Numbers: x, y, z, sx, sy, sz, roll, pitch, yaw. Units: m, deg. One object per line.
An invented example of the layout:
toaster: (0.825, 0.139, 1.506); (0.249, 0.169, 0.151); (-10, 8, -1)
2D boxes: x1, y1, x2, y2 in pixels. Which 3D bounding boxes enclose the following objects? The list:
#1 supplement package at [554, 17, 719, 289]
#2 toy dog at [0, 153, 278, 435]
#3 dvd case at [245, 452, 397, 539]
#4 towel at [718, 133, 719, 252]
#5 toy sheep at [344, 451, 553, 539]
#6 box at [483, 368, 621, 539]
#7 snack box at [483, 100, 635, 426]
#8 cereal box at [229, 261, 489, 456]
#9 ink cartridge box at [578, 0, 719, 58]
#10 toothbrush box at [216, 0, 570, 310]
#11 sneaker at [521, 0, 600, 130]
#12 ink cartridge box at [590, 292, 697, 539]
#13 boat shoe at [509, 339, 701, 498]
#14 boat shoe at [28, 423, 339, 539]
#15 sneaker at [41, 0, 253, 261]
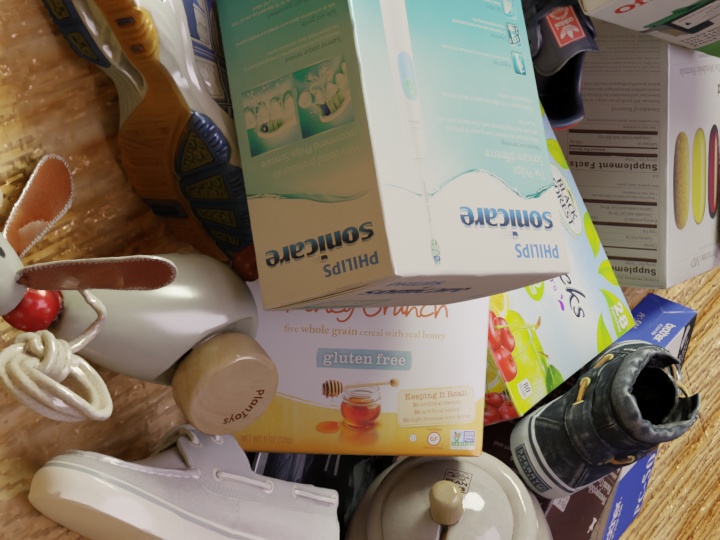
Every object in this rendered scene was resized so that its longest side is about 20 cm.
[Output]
supplement package: (0.203, -0.095, 1.160); (0.114, 0.109, 0.200); (-17, 109, -55)
toy dog: (-0.104, 0.001, 0.703); (0.096, 0.132, 0.200); (-55, 156, 8)
dvd case: (-0.021, 0.096, 0.921); (0.150, 0.025, 0.200); (36, 65, -53)
towel: (0.284, -0.080, 1.261); (0.200, 0.023, 0.144); (132, -43, -86)
toy sheep: (0.051, 0.169, 0.900); (0.200, 0.138, 0.138); (93, 18, -64)
box: (0.112, 0.166, 1.049); (0.200, 0.075, 0.100); (-62, 149, -9)
snack box: (0.076, -0.022, 0.958); (0.169, 0.068, 0.200); (-27, 96, -52)
cereal box: (0.000, 0.000, 0.844); (0.144, 0.040, 0.200); (2, 90, -13)
ink cartridge box: (0.238, -0.213, 0.992); (0.200, 0.146, 0.084); (1, 70, -52)
toothbrush box: (0.015, -0.085, 0.751); (0.146, 0.085, 0.200); (-2, 79, -51)
sneaker: (0.119, -0.180, 1.006); (0.075, 0.085, 0.200); (-25, 131, -11)
ink cartridge box: (0.203, 0.126, 1.194); (0.094, 0.044, 0.200); (-35, 142, -49)
boat shoe: (0.175, 0.079, 0.943); (0.071, 0.091, 0.200); (59, 34, 3)
boat shoe: (-0.079, 0.114, 0.777); (0.200, 0.072, 0.069); (25, 68, -40)
sneaker: (-0.081, -0.098, 0.758); (0.088, 0.075, 0.200); (-54, 136, -39)
